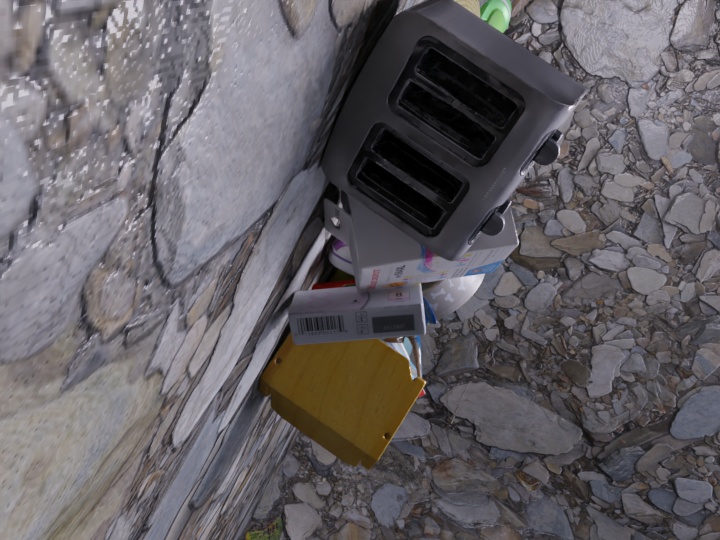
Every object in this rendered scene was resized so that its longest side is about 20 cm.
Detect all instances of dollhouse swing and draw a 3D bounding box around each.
[{"bbox_3d":[-0.031,0.184,0.939,0.182,0.200,0.176,-56,172,-10],"label":"dollhouse swing"}]

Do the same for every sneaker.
[{"bbox_3d":[0.006,-0.069,0.894,0.201,0.072,0.115,-82,-167,-68],"label":"sneaker"}]

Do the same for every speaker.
[{"bbox_3d":[0.160,-0.341,0.936,0.200,0.088,0.088,-61,176,-23],"label":"speaker"}]

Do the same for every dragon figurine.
[{"bbox_3d":[0.073,0.071,0.933,0.059,0.200,0.099,-36,165,29],"label":"dragon figurine"}]

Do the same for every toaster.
[{"bbox_3d":[0.077,-0.136,0.567,0.181,0.200,0.119,-57,176,33],"label":"toaster"}]

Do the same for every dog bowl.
[{"bbox_3d":[0.130,0.011,1.143,0.200,0.059,0.200,-31,-154,17],"label":"dog bowl"}]

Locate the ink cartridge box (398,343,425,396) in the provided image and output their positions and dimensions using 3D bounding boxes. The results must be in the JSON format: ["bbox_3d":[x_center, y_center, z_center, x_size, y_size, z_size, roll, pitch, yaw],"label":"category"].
[{"bbox_3d":[-0.001,0.199,1.127,0.200,0.177,0.045,-26,-172,1],"label":"ink cartridge box"}]

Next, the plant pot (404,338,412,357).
[{"bbox_3d":[-0.003,0.135,1.218,0.201,0.200,0.135,-63,168,6],"label":"plant pot"}]

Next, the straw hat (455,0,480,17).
[{"bbox_3d":[0.136,-0.248,0.769,0.201,0.085,0.201,-45,151,-34],"label":"straw hat"}]

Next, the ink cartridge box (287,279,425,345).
[{"bbox_3d":[-0.001,0.029,0.812,0.200,0.162,0.057,-86,170,-65],"label":"ink cartridge box"}]

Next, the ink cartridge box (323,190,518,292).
[{"bbox_3d":[0.059,-0.055,0.717,0.129,0.199,0.126,96,-15,-76],"label":"ink cartridge box"}]

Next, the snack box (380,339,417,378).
[{"bbox_3d":[-0.015,0.171,0.973,0.200,0.116,0.037,-39,177,32],"label":"snack box"}]

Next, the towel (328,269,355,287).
[{"bbox_3d":[0.000,0.000,0.994,0.200,0.018,0.086,-29,-160,51],"label":"towel"}]
